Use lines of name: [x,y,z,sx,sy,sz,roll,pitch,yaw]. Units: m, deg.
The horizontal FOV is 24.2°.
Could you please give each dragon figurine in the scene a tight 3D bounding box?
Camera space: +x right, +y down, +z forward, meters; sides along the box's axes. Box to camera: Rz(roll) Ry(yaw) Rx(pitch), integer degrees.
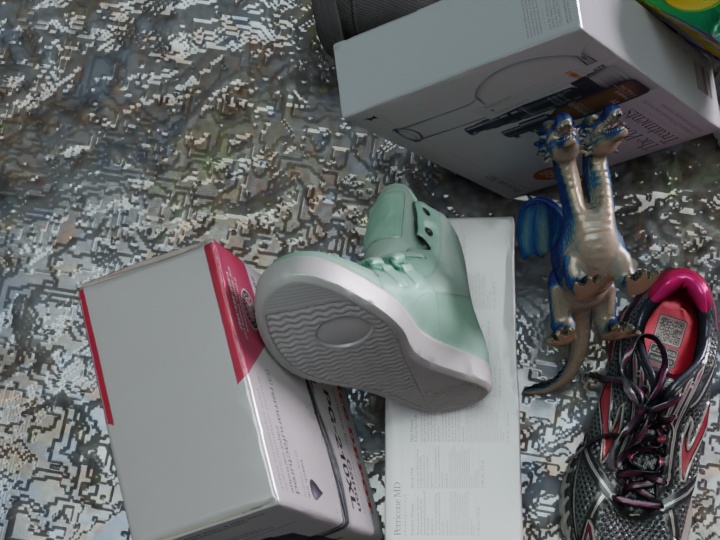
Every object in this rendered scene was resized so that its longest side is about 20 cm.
dragon figurine: [0.126,-0.011,0.979,0.059,0.200,0.100,-7,57,-8]

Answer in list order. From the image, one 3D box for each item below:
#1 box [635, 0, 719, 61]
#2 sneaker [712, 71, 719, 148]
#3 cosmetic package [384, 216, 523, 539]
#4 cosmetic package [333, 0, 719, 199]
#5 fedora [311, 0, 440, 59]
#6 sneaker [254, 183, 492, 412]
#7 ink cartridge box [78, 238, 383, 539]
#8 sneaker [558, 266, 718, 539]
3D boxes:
box: [0.177,-0.173,0.997,0.200,0.117,0.048,41,103,43]
sneaker: [0.273,-0.052,1.031,0.074,0.087,0.201,-23,74,-7]
cosmetic package: [0.054,0.069,1.018,0.082,0.051,0.201,1,72,0]
cosmetic package: [0.101,-0.105,0.970,0.150,0.200,0.052,-16,71,30]
fedora: [0.024,-0.227,1.043,0.090,0.177,0.201,3,89,10]
sneaker: [0.000,0.000,0.927,0.074,0.200,0.119,-22,62,24]
ink cartridge box: [-0.066,0.084,0.932,0.084,0.200,0.145,-19,72,11]
sneaker: [0.166,0.093,0.994,0.080,0.075,0.201,10,73,5]
